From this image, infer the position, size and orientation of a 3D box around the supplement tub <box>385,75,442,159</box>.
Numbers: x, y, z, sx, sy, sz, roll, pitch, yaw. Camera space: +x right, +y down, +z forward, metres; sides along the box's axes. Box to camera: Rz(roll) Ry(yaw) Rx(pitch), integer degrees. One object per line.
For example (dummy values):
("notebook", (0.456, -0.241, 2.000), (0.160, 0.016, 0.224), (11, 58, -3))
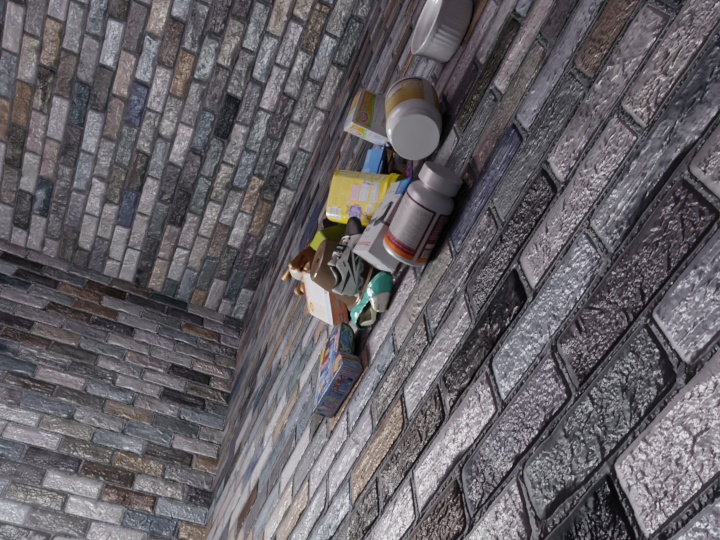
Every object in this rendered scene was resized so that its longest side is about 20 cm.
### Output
("supplement tub", (0.134, -0.387, 1.599), (0.202, 0.142, 0.146), (-88, 23, -50))

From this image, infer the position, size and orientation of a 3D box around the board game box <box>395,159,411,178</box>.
("board game box", (0.091, -0.222, 1.751), (0.203, 0.038, 0.159), (-86, 21, -44))

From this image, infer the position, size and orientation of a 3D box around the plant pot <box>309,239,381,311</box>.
("plant pot", (-0.038, -0.003, 1.699), (0.200, 0.171, 0.204), (-159, 90, -75))

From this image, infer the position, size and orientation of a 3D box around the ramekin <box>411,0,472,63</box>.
("ramekin", (0.223, -0.667, 1.711), (0.200, 0.096, 0.205), (-160, 89, -76))

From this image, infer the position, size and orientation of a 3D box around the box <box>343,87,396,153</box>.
("box", (0.065, -0.414, 1.770), (0.112, 0.196, 0.104), (-173, 103, -75))

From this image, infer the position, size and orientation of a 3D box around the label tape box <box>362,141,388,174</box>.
("label tape box", (0.034, -0.268, 1.830), (0.200, 0.065, 0.146), (71, -147, -71))

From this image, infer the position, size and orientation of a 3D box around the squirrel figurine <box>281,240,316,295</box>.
("squirrel figurine", (-0.131, 0.012, 2.057), (0.201, 0.186, 0.142), (-49, 1, -33))

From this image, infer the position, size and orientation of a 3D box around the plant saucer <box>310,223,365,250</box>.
("plant saucer", (-0.037, -0.096, 1.820), (0.200, 0.195, 0.049), (138, 114, -75))

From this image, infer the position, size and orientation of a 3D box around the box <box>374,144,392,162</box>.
("box", (0.057, -0.341, 2.025), (0.119, 0.041, 0.204), (-136, 68, -74))

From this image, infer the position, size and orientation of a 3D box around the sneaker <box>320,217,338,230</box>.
("sneaker", (-0.098, -0.077, 1.969), (0.202, 0.068, 0.083), (-84, 2, -52))

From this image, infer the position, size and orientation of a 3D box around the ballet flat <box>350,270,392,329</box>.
("ballet flat", (0.035, 0.084, 1.564), (0.201, 0.066, 0.072), (-56, 45, 46))

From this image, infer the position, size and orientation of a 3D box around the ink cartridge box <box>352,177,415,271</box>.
("ink cartridge box", (0.078, -0.108, 1.501), (0.203, 0.083, 0.145), (-59, 15, -6))

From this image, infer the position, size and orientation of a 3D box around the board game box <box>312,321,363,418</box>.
("board game box", (-0.052, 0.251, 1.654), (0.201, 0.060, 0.203), (127, 157, -48))

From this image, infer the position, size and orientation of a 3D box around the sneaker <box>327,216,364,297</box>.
("sneaker", (-0.037, -0.038, 1.576), (0.074, 0.087, 0.205), (165, 108, -64))

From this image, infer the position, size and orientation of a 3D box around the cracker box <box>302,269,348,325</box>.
("cracker box", (-0.107, 0.076, 1.892), (0.199, 0.056, 0.137), (18, 118, 63))

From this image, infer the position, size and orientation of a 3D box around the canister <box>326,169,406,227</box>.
("canister", (0.015, -0.187, 1.667), (0.196, 0.086, 0.152), (12, 87, 31))

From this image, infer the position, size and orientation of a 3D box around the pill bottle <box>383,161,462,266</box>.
("pill bottle", (0.133, -0.120, 1.342), (0.110, 0.107, 0.203), (-100, 32, -61))
